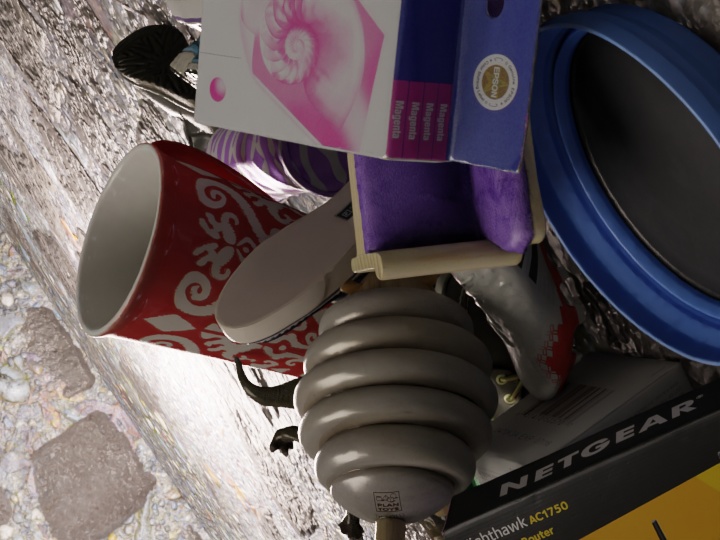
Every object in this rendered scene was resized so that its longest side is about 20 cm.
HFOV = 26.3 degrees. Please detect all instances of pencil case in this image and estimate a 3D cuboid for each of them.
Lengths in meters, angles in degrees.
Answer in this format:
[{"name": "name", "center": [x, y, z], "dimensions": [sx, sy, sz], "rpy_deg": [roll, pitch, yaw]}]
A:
[{"name": "pencil case", "center": [-0.057, -0.087, 1.193], "dimensions": [0.200, 0.084, 0.086], "rpy_deg": [-4, 109, 69]}]

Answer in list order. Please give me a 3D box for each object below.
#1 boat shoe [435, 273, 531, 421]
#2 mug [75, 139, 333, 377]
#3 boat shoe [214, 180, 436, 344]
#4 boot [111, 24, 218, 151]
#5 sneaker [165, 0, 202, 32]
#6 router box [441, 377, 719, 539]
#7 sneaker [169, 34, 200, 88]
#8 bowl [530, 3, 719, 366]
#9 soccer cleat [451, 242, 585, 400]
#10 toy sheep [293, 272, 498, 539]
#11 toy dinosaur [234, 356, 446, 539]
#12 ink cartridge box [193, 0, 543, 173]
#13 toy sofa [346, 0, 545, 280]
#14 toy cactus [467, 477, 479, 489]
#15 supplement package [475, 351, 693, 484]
[{"name": "boat shoe", "center": [0.111, 0.072, 1.037], "dimensions": [0.202, 0.072, 0.060], "rpy_deg": [61, 173, -34]}, {"name": "mug", "center": [-0.079, -0.014, 1.088], "dimensions": [0.133, 0.199, 0.179], "rpy_deg": [-29, 49, 52]}, {"name": "boat shoe", "center": [0.000, 0.000, 1.023], "dimensions": [0.075, 0.200, 0.093], "rpy_deg": [33, 158, 48]}, {"name": "boot", "center": [-0.141, -0.113, 1.418], "dimensions": [0.182, 0.072, 0.201], "rpy_deg": [42, 163, 44]}, {"name": "sneaker", "center": [-0.054, -0.140, 0.983], "dimensions": [0.200, 0.072, 0.115], "rpy_deg": [28, 150, 58]}, {"name": "router box", "center": [0.167, 0.159, 0.858], "dimensions": [0.150, 0.199, 0.051], "rpy_deg": [60, -164, -10]}, {"name": "sneaker", "center": [-0.079, -0.160, 1.111], "dimensions": [0.078, 0.090, 0.200], "rpy_deg": [35, 180, -25]}, {"name": "bowl", "center": [0.153, -0.045, 0.793], "dimensions": [0.201, 0.039, 0.201], "rpy_deg": [49, 160, 25]}, {"name": "soccer cleat", "center": [0.080, -0.006, 0.933], "dimensions": [0.069, 0.085, 0.201], "rpy_deg": [32, 139, 55]}, {"name": "toy sheep", "center": [0.022, 0.086, 0.937], "dimensions": [0.138, 0.137, 0.201], "rpy_deg": [94, 173, -62]}, {"name": "toy dinosaur", "center": [0.003, 0.114, 1.046], "dimensions": [0.200, 0.077, 0.102], "rpy_deg": [48, 120, 10]}, {"name": "ink cartridge box", "center": [0.001, -0.157, 0.760], "dimensions": [0.199, 0.043, 0.198], "rpy_deg": [13, 102, 42]}, {"name": "toy sofa", "center": [0.034, -0.099, 0.817], "dimensions": [0.098, 0.082, 0.202], "rpy_deg": [174, 91, -75]}, {"name": "toy cactus", "center": [0.063, 0.146, 1.111], "dimensions": [0.200, 0.102, 0.166], "rpy_deg": [50, 163, 36]}, {"name": "supplement package", "center": [0.174, 0.168, 0.969], "dimensions": [0.201, 0.117, 0.117], "rpy_deg": [60, 162, -10]}]
